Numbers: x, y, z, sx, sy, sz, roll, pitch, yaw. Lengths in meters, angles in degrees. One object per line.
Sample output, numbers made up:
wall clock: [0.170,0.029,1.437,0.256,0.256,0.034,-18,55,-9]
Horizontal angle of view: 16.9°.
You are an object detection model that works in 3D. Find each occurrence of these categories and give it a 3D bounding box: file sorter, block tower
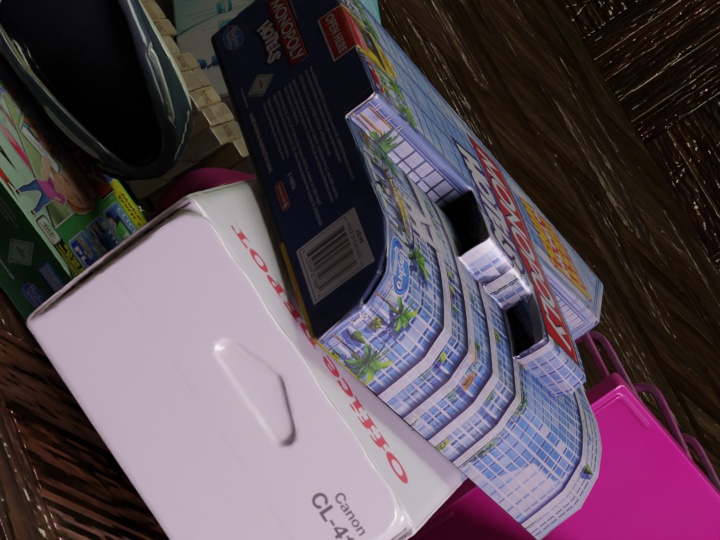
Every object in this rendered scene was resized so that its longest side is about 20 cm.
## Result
file sorter: [0.117,0.126,1.298,0.200,0.139,0.125,48,12,-32]
block tower: [-0.076,-0.043,1.188,0.200,0.054,0.058,56,13,-1]

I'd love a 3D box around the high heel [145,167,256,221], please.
high heel: [0.000,0.000,1.114,0.096,0.200,0.068,158,-60,-67]

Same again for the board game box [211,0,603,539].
board game box: [0.040,0.001,0.974,0.200,0.062,0.200,42,18,-38]

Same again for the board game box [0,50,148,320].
board game box: [-0.154,-0.059,1.003,0.200,0.029,0.135,54,14,-6]

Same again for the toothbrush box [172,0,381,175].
toothbrush box: [-0.043,-0.136,1.324,0.146,0.085,0.200,60,19,-53]

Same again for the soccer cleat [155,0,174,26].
soccer cleat: [-0.129,-0.196,1.363,0.078,0.069,0.200,54,19,-29]

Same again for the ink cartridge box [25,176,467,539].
ink cartridge box: [-0.029,0.043,0.950,0.148,0.086,0.200,55,15,3]

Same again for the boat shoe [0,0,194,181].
boat shoe: [-0.136,-0.124,1.009,0.200,0.075,0.062,63,0,-11]
